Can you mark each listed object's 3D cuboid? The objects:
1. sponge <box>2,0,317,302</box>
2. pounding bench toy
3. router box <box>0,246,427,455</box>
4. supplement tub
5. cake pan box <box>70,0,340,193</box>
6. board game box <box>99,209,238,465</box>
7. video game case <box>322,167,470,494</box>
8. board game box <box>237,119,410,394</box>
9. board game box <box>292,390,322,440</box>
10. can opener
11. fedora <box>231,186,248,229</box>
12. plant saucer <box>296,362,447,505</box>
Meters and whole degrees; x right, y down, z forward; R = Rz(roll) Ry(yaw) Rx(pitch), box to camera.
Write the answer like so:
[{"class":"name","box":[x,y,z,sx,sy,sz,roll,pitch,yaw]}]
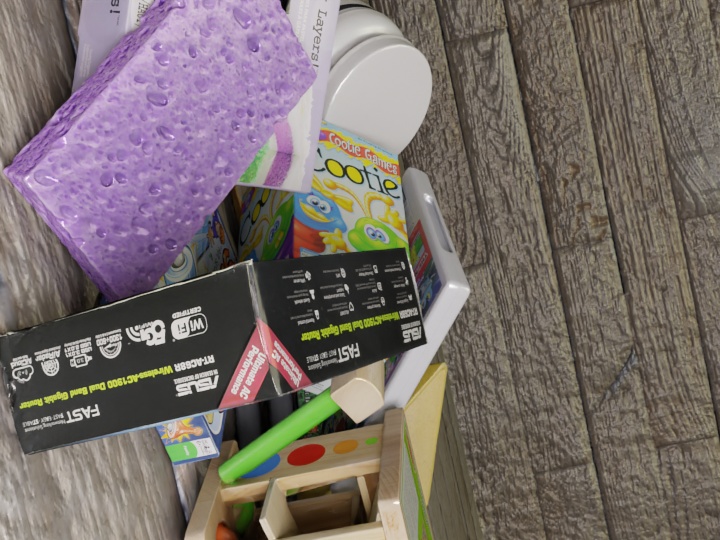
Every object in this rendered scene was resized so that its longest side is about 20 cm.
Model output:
[{"class":"sponge","box":[-0.108,-0.088,0.630,0.201,0.030,0.112,-55,138,-23]},{"class":"pounding bench toy","box":[-0.042,0.154,0.712,0.124,0.154,0.203,-80,158,-70]},{"class":"router box","box":[-0.068,0.038,0.577,0.199,0.148,0.063,-7,83,-66]},{"class":"supplement tub","box":[-0.044,-0.189,0.976,0.200,0.140,0.141,42,-15,35]},{"class":"cake pan box","box":[-0.091,-0.158,0.694,0.183,0.052,0.203,5,96,-53]},{"class":"board game box","box":[-0.125,0.017,0.761,0.201,0.034,0.137,-90,166,-55]},{"class":"video game case","box":[0.017,0.045,0.847,0.202,0.023,0.183,-62,-160,25]},{"class":"board game box","box":[-0.030,-0.015,0.837,0.103,0.104,0.201,-54,-155,33]},{"class":"board game box","box":[-0.052,0.114,0.955,0.201,0.023,0.106,102,-19,-65]},{"class":"can opener","box":[-0.081,0.081,0.877,0.067,0.052,0.203,101,-17,-66]},{"class":"fedora","box":[-0.073,-0.084,1.071,0.201,0.081,0.204,-12,90,-82]},{"class":"plant saucer","box":[0.001,0.198,0.958,0.200,0.048,0.202,-42,146,-44]}]
